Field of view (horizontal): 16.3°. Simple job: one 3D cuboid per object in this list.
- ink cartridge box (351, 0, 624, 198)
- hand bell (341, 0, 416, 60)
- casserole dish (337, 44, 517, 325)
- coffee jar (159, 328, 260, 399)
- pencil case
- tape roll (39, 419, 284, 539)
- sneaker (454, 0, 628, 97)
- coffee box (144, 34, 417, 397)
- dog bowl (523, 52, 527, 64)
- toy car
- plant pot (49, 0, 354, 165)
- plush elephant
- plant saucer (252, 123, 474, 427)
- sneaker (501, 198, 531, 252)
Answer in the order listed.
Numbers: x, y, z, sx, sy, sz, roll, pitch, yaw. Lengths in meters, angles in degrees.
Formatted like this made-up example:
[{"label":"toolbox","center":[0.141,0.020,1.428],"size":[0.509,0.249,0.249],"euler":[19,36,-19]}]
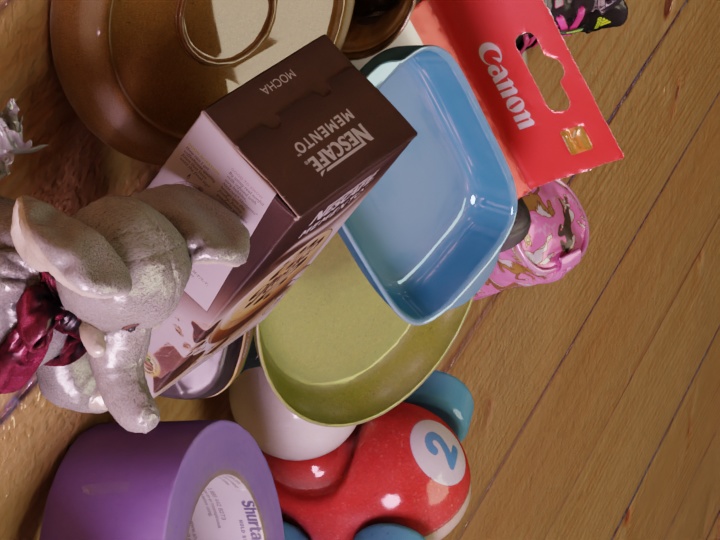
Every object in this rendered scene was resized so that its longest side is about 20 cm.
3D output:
[{"label":"ink cartridge box","center":[0.046,-0.093,1.620],"size":[0.161,0.199,0.050],"euler":[59,29,-27]},{"label":"hand bell","center":[0.031,-0.201,1.571],"size":[0.200,0.104,0.104],"euler":[-30,132,-59]},{"label":"casserole dish","center":[0.028,-0.055,1.531],"size":[0.121,0.039,0.200],"euler":[-49,138,-17]},{"label":"coffee jar","center":[-0.088,0.020,1.609],"size":[0.200,0.085,0.105],"euler":[-22,123,-68]},{"label":"pencil case","center":[0.086,-0.017,1.941],"size":[0.086,0.200,0.083],"euler":[36,58,-25]},{"label":"tape roll","center":[-0.120,0.193,1.565],"size":[0.200,0.085,0.201],"euler":[-3,90,-70]},{"label":"sneaker","center":[0.130,-0.178,1.660],"size":[0.200,0.087,0.074],"euler":[-52,177,-16]},{"label":"coffee box","center":[-0.069,-0.027,1.400],"size":[0.113,0.080,0.200],"euler":[-36,171,-42]},{"label":"dog bowl","center":[0.085,-0.165,1.935],"size":[0.200,0.074,0.201],"euler":[-6,90,-81]},{"label":"toy car","center":[-0.021,0.104,1.764],"size":[0.185,0.176,0.200],"euler":[-73,156,-44]},{"label":"plant pot","center":[-0.080,-0.149,1.420],"size":[0.200,0.027,0.201],"euler":[-16,119,-30]},{"label":"plush elephant","center":[-0.145,0.016,1.280],"size":[0.164,0.155,0.201],"euler":[-12,110,-47]},{"label":"plant saucer","center":[0.000,0.000,1.582],"size":[0.200,0.031,0.201],"euler":[-23,124,-39]},{"label":"sneaker","center":[0.037,-0.099,1.692],"size":[0.075,0.200,0.116],"euler":[-48,166,-38]}]
